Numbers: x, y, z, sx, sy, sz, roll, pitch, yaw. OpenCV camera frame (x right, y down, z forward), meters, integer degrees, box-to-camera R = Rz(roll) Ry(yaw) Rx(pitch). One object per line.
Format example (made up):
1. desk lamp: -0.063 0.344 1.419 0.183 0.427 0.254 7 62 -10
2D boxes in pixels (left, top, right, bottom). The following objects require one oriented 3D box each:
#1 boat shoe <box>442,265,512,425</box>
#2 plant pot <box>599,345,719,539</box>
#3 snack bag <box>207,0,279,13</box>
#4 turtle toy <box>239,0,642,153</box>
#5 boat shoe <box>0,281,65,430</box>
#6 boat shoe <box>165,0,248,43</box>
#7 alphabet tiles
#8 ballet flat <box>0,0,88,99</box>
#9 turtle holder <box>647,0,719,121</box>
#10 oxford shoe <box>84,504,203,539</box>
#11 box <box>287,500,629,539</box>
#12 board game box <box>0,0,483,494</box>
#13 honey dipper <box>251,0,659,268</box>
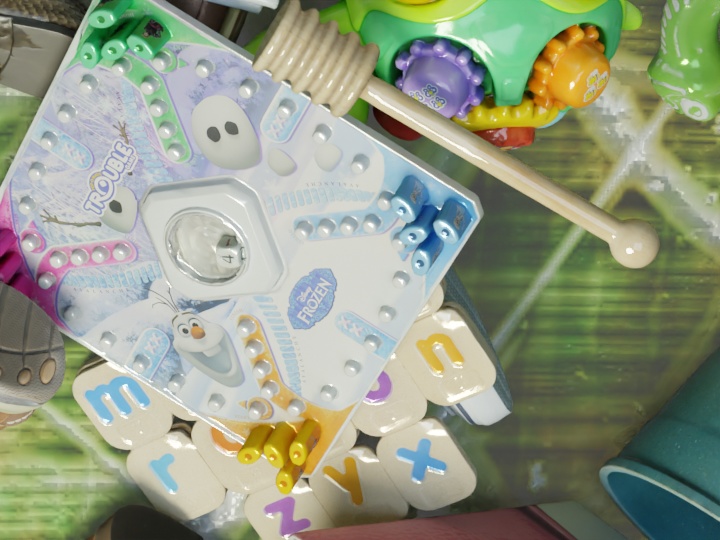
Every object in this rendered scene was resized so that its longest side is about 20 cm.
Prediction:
1. boat shoe: 0.000 0.000 1.479 0.067 0.074 0.200 -30 103 13
2. plant pot: 0.254 0.087 1.503 0.200 0.200 0.188 42 79 -21
3. snack bag: -0.109 -0.232 1.359 0.188 0.021 0.200 12 90 -1
4. turtle toy: 0.035 -0.104 1.394 0.200 0.146 0.101 -5 86 -9
5. boat shoe: -0.237 0.015 1.416 0.200 0.076 0.072 37 137 -4
6. boat shoe: -0.079 -0.153 1.406 0.068 0.072 0.200 20 95 -10
7. alphabet tiles: -0.038 0.052 1.464 0.200 0.015 0.196 -25 113 24
8. ballet flat: -0.209 -0.135 1.395 0.200 0.046 0.067 20 133 -13
9. turtle holder: 0.244 -0.118 1.453 0.185 0.141 0.132 -27 129 -13
10. oxford shoe: -0.073 0.192 1.529 0.200 0.071 0.071 39 126 -24
11. box: 0.052 0.199 1.479 0.200 0.109 0.128 -2 118 -42
12. board game box: -0.072 -0.010 1.390 0.200 0.026 0.200 32 129 0
13. honey dipper: 0.046 -0.055 1.332 0.200 0.038 0.038 30 99 -10
